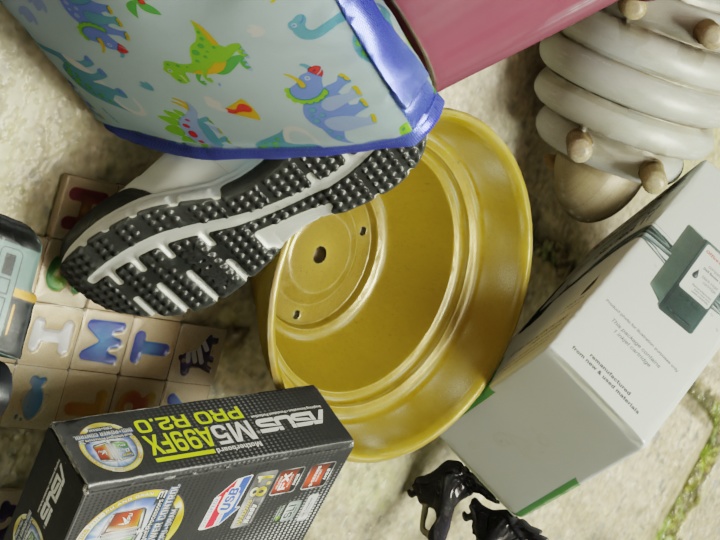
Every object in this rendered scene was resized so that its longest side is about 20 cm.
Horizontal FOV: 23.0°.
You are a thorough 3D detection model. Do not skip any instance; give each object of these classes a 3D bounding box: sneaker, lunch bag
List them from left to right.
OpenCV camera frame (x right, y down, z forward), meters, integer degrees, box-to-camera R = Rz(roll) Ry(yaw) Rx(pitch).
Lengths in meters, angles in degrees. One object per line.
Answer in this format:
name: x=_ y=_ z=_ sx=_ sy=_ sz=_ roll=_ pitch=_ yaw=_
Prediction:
lunch bag: x=-0.069 y=-0.137 z=0.792 sx=0.128 sy=0.200 sz=0.170 roll=-53 pitch=133 yaw=-15
sneaker: x=-0.061 y=-0.047 z=0.885 sx=0.199 sy=0.080 sz=0.074 roll=-27 pitch=133 yaw=9

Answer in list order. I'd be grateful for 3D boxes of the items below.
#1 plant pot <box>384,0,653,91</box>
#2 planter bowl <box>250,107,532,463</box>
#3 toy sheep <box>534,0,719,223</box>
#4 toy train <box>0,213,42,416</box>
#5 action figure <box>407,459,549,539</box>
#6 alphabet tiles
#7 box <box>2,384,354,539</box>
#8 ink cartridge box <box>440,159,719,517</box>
plant pot: x=0.067 y=-0.196 z=0.924 sx=0.179 sy=0.200 sz=0.200 roll=-40 pitch=131 yaw=-7
planter bowl: x=0.000 y=0.000 z=0.993 sx=0.200 sy=0.083 sz=0.201 roll=-17 pitch=115 yaw=-39
toy sheep: x=0.171 y=-0.122 z=1.080 sx=0.138 sy=0.138 sz=0.201 roll=9 pitch=111 yaw=-45
toy train: x=-0.231 y=0.008 z=0.780 sx=0.200 sy=0.085 sz=0.114 roll=23 pitch=77 yaw=-44
action figure: x=0.027 y=0.217 z=1.088 sx=0.119 sy=0.102 sz=0.200 roll=47 pitch=71 yaw=-28
alphabet tiles: x=-0.141 y=0.053 z=0.931 sx=0.167 sy=0.008 sz=0.201 roll=11 pitch=98 yaw=-45
box: x=-0.110 y=0.151 z=0.907 sx=0.160 sy=0.044 sz=0.200 roll=-5 pitch=135 yaw=-40
ink cartridge box: x=0.157 y=0.041 z=1.090 sx=0.083 sy=0.147 sz=0.200 roll=46 pitch=54 yaw=0
